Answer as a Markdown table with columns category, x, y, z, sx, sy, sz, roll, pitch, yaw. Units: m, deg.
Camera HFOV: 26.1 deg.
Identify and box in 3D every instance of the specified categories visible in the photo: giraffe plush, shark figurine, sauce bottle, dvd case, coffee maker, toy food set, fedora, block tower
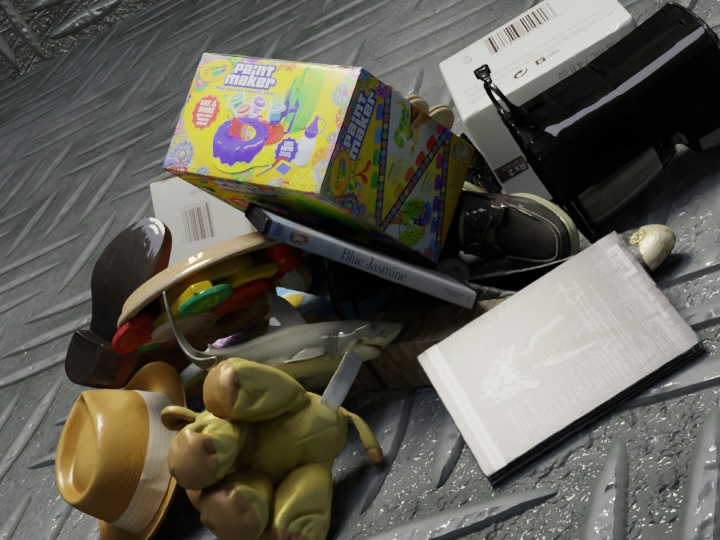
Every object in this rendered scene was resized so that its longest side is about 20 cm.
| category | x | y | z | sx | sy | sz | roll | pitch | yaw |
| --- | --- | --- | --- | --- | --- | --- | --- | --- | --- |
| giraffe plush | -0.099 | 0.155 | 1.348 | 0.200 | 0.173 | 0.162 | -43 | 14 | -36 |
| shark figurine | -0.086 | 0.058 | 1.390 | 0.214 | 0.090 | 0.128 | -1 | -23 | -26 |
| sauce bottle | 0.065 | -0.023 | 1.582 | 0.066 | 0.066 | 0.200 | -36 | 23 | -3 |
| dvd case | -0.003 | -0.015 | 1.388 | 0.143 | 0.200 | 0.018 | -139 | 69 | -77 |
| coffee maker | 0.243 | -0.154 | 1.433 | 0.200 | 0.192 | 0.135 | -36 | 49 | 3 |
| dvd case | 0.158 | 0.068 | 1.264 | 0.200 | 0.016 | 0.149 | -32 | 44 | 2 |
| toy food set | -0.142 | 0.024 | 1.469 | 0.198 | 0.049 | 0.200 | -17 | -14 | -40 |
| fedora | -0.235 | 0.174 | 1.474 | 0.201 | 0.082 | 0.201 | -37 | 43 | 44 |
| block tower | 0.066 | 0.069 | 1.408 | 0.200 | 0.054 | 0.058 | -11 | 33 | 46 |

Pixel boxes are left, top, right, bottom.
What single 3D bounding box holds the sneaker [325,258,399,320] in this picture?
| category | x | y | z | sx | sy | sz | roll | pitch | yaw |
| --- | --- | --- | --- | --- | --- | --- | --- | --- | --- |
| sneaker | 0.000 | 0.000 | 1.573 | 0.073 | 0.082 | 0.200 | 9 | 37 | -5 |

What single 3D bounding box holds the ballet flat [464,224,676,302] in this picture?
| category | x | y | z | sx | sy | sz | roll | pitch | yaw |
| --- | --- | --- | --- | --- | --- | --- | --- | --- | --- |
| ballet flat | 0.183 | 0.004 | 1.370 | 0.200 | 0.057 | 0.067 | -24 | 25 | 24 |

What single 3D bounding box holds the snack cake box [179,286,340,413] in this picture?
| category | x | y | z | sx | sy | sz | roll | pitch | yaw |
| --- | --- | --- | --- | --- | --- | --- | --- | --- | --- |
| snack cake box | -0.112 | 0.108 | 1.558 | 0.200 | 0.067 | 0.115 | -42 | 24 | -20 |

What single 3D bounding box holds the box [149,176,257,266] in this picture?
| category | x | y | z | sx | sy | sz | roll | pitch | yaw |
| --- | --- | --- | --- | --- | --- | --- | --- | --- | --- |
| box | -0.107 | -0.068 | 1.742 | 0.152 | 0.107 | 0.200 | -12 | -1 | 43 |

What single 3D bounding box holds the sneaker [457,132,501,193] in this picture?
| category | x | y | z | sx | sy | sz | roll | pitch | yaw |
| --- | --- | --- | --- | --- | --- | --- | --- | --- | --- |
| sneaker | 0.104 | -0.079 | 1.647 | 0.079 | 0.074 | 0.200 | -39 | 15 | 13 |

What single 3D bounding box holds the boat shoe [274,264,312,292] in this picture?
| category | x | y | z | sx | sy | sz | roll | pitch | yaw |
| --- | --- | --- | --- | --- | --- | --- | --- | --- | --- |
| boat shoe | -0.126 | 0.028 | 1.751 | 0.066 | 0.074 | 0.200 | -30 | 16 | -36 |

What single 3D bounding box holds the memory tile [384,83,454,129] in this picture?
| category | x | y | z | sx | sy | sz | roll | pitch | yaw |
| --- | --- | --- | --- | --- | --- | --- | --- | --- | --- |
| memory tile | 0.010 | -0.103 | 1.656 | 0.017 | 0.153 | 0.200 | 45 | 111 | 31 |

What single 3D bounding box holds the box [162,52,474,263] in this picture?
| category | x | y | z | sx | sy | sz | roll | pitch | yaw |
| --- | --- | --- | --- | --- | --- | --- | --- | --- | --- |
| box | -0.038 | -0.106 | 1.454 | 0.200 | 0.193 | 0.122 | 11 | 79 | 40 |

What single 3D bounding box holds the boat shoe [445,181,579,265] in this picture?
| category | x | y | z | sx | sy | sz | roll | pitch | yaw |
| --- | --- | --- | --- | --- | --- | --- | --- | --- | --- |
| boat shoe | 0.117 | -0.041 | 1.481 | 0.066 | 0.072 | 0.201 | -21 | 30 | -38 |

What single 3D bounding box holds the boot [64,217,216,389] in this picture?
| category | x | y | z | sx | sy | sz | roll | pitch | yaw |
| --- | --- | --- | --- | --- | --- | --- | --- | --- | --- |
| boot | -0.191 | 0.042 | 1.591 | 0.068 | 0.200 | 0.189 | 24 | 98 | 33 |

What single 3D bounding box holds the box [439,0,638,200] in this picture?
| category | x | y | z | sx | sy | sz | roll | pitch | yaw |
| --- | --- | --- | --- | --- | --- | --- | --- | --- | --- |
| box | 0.206 | -0.188 | 1.632 | 0.199 | 0.131 | 0.200 | -31 | 23 | 8 |
